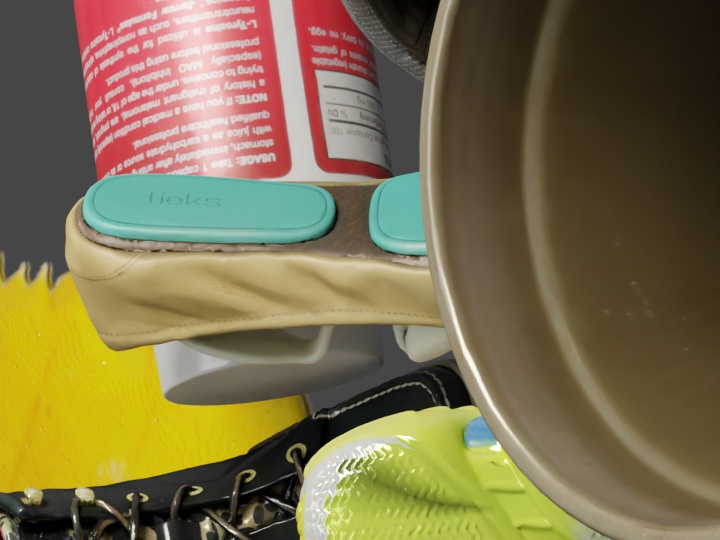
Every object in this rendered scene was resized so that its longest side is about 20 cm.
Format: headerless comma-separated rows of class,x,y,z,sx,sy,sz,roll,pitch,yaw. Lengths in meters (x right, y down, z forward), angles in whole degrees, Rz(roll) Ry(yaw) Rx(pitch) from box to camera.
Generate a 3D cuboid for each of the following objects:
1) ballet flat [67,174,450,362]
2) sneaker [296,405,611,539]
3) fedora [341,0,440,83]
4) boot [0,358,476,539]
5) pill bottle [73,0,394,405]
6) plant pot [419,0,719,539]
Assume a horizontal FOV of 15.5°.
ballet flat,0.000,0.000,0.905,0.069,0.198,0.063,-74,-17,-58
sneaker,0.080,0.064,0.811,0.105,0.198,0.076,-118,29,-88
fedora,0.081,-0.127,0.818,0.200,0.176,0.091,-31,35,49
boot,-0.054,0.095,0.976,0.203,0.153,0.074,-39,59,47
pill bottle,-0.047,-0.056,1.002,0.112,0.112,0.201,-25,70,51
plant pot,0.141,-0.029,0.692,0.199,0.173,0.202,-1,88,53
